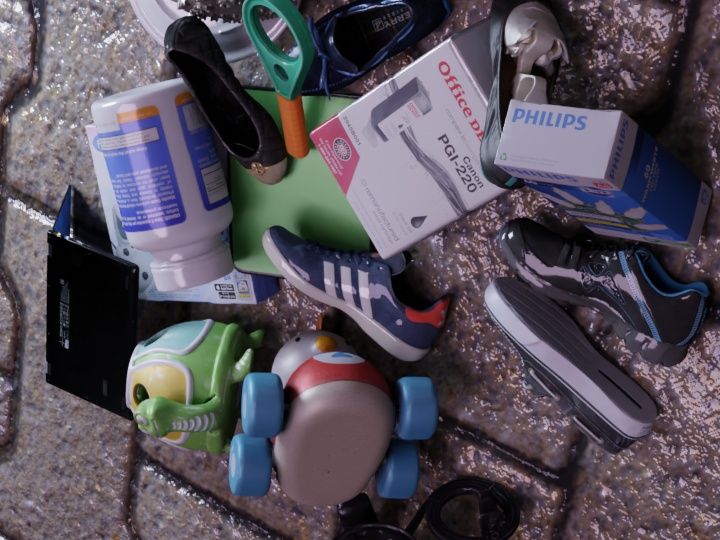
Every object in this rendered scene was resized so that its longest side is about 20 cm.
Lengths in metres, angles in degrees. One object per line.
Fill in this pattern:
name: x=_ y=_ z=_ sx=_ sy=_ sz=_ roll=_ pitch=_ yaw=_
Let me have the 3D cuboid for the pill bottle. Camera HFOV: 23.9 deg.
pill bottle: x=-0.192 y=-0.085 z=1.709 sx=0.112 sy=0.112 sz=0.201 roll=-5 pitch=104 yaw=39

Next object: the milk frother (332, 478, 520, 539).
milk frother: x=0.068 y=0.319 z=1.725 sx=0.199 sy=0.181 sz=0.188 roll=-2 pitch=147 yaw=10

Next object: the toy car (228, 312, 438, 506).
toy car: x=-0.037 y=0.112 z=1.695 sx=0.201 sy=0.183 sz=0.177 roll=-101 pitch=18 yaw=-44

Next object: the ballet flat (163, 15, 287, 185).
ballet flat: x=-0.135 y=-0.157 z=1.650 sx=0.066 sy=0.057 sz=0.200 roll=-12 pitch=127 yaw=33

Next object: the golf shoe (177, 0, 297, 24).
golf shoe: x=-0.082 y=-0.295 z=1.602 sx=0.199 sy=0.078 sz=0.098 roll=-14 pitch=75 yaw=15

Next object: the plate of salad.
plate of salad: x=-0.141 y=-0.304 z=1.673 sx=0.199 sy=0.048 sz=0.201 roll=2 pitch=98 yaw=18

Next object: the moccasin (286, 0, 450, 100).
moccasin: x=-0.010 y=-0.221 z=1.590 sx=0.200 sy=0.068 sz=0.081 roll=-30 pitch=90 yaw=38

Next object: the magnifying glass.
magnifying glass: x=-0.071 y=-0.183 z=1.604 sx=0.079 sy=0.022 sz=0.200 roll=33 pitch=152 yaw=30

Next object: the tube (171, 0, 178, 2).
tube: x=-0.129 y=-0.346 z=1.614 sx=0.058 sy=0.052 sz=0.200 roll=35 pitch=106 yaw=-28

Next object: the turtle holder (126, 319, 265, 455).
turtle holder: x=-0.179 y=0.133 z=1.787 sx=0.131 sy=0.186 sz=0.141 roll=9 pitch=136 yaw=4

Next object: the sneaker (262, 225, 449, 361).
sneaker: x=0.000 y=0.000 z=1.671 sx=0.200 sy=0.075 sz=0.085 roll=34 pitch=110 yaw=0

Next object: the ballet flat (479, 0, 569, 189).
ballet flat: x=0.146 y=-0.167 z=1.451 sx=0.068 sy=0.068 sz=0.201 roll=152 pitch=125 yaw=-66

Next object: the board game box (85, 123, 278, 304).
board game box: x=-0.192 y=-0.066 z=1.818 sx=0.199 sy=0.043 sz=0.200 roll=2 pitch=110 yaw=37

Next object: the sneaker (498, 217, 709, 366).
sneaker: x=0.218 y=-0.001 z=1.515 sx=0.200 sy=0.073 sz=0.082 roll=32 pitch=122 yaw=11

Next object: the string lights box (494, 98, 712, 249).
string lights box: x=0.204 y=-0.078 z=1.404 sx=0.102 sy=0.200 sz=0.059 roll=11 pitch=81 yaw=35

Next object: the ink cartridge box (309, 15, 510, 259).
ink cartridge box: x=0.071 y=-0.119 z=1.563 sx=0.200 sy=0.085 sz=0.146 roll=-30 pitch=92 yaw=39

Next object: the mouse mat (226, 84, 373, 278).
mouse mat: x=-0.061 y=-0.084 z=1.705 sx=0.160 sy=0.008 sz=0.201 roll=7 pitch=110 yaw=20

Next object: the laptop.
laptop: x=-0.290 y=0.033 z=1.889 sx=0.199 sy=0.116 sz=0.188 roll=21 pitch=120 yaw=29

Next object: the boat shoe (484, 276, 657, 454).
boat shoe: x=0.181 y=0.093 z=1.574 sx=0.200 sy=0.072 sz=0.071 roll=46 pitch=125 yaw=11
